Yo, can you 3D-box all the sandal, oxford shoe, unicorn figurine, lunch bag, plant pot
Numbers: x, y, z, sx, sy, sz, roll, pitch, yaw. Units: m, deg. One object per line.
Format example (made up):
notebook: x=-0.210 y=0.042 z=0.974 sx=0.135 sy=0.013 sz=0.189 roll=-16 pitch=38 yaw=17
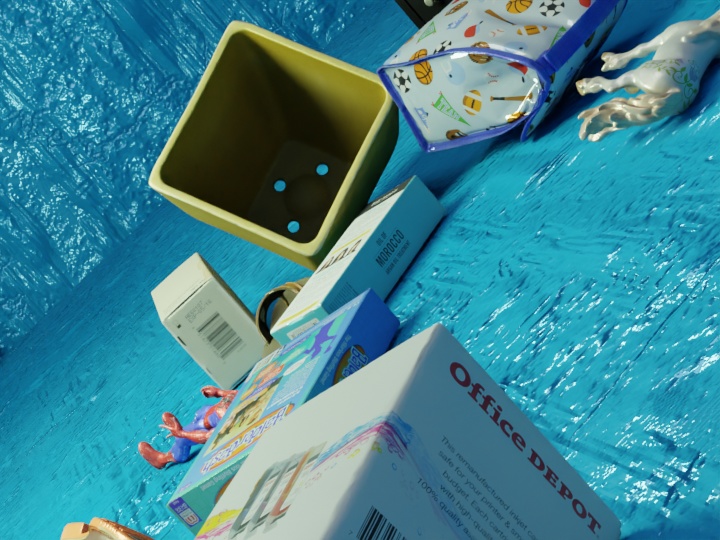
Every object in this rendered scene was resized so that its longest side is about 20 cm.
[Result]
sandal: x=-0.073 y=0.046 z=1.627 sx=0.080 sy=0.054 sz=0.200 roll=-39 pitch=13 yaw=18
oxford shoe: x=-0.206 y=0.248 z=1.374 sx=0.200 sy=0.071 sz=0.073 roll=-27 pitch=39 yaw=65
unicorn figurine: x=0.249 y=-0.173 z=1.345 sx=0.137 sy=0.074 sz=0.201 roll=-19 pitch=39 yaw=40
lunch bag: x=0.148 y=-0.208 z=1.622 sx=0.199 sy=0.124 sz=0.170 roll=-11 pitch=30 yaw=50
plant pot: x=-0.072 y=-0.104 z=1.753 sx=0.197 sy=0.193 sz=0.200 roll=-63 pitch=-16 yaw=-12

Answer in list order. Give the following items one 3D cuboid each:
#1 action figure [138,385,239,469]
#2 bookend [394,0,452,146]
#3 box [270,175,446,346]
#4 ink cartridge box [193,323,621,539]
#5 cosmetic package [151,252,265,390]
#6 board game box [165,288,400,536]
action figure: x=-0.142 y=0.139 z=1.558 sx=0.065 sy=0.052 sz=0.199 roll=-46 pitch=14 yaw=-35
bookend: x=0.086 y=-0.271 z=1.863 sx=0.198 sy=0.200 sz=0.092 roll=-28 pitch=18 yaw=47
box: x=0.000 y=0.000 z=1.565 sx=0.082 sy=0.049 sz=0.200 roll=-29 pitch=18 yaw=47
ink cartridge box: x=0.006 y=0.156 z=0.782 sx=0.144 sy=0.145 sz=0.200 roll=-33 pitch=15 yaw=38
cosmetic package: x=-0.157 y=0.051 z=1.767 sx=0.073 sy=0.104 sz=0.200 roll=-42 pitch=13 yaw=-2
board game box: x=-0.060 y=0.115 z=1.374 sx=0.152 sy=0.045 sz=0.200 roll=-34 pitch=15 yaw=35
